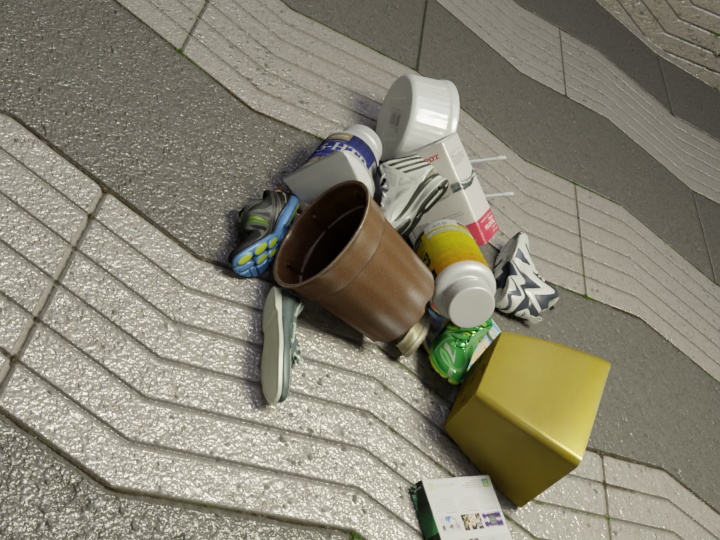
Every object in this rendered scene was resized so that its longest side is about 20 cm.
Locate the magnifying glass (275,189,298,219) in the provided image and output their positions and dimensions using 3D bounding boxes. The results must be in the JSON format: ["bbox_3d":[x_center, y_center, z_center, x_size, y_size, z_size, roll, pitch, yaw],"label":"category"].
[{"bbox_3d":[-0.090,-0.054,1.428,0.079,0.022,0.201,-24,72,-48],"label":"magnifying glass"}]

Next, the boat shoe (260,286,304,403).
[{"bbox_3d":[-0.107,0.109,1.231,0.061,0.073,0.201,17,41,-23],"label":"boat shoe"}]

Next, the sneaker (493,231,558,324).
[{"bbox_3d":[0.338,0.023,1.677,0.129,0.079,0.200,33,41,-15],"label":"sneaker"}]

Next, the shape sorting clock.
[{"bbox_3d":[0.188,0.122,1.494,0.198,0.039,0.202,23,44,-24],"label":"shape sorting clock"}]

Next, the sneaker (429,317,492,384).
[{"bbox_3d":[0.174,0.103,1.416,0.074,0.084,0.201,31,48,-3],"label":"sneaker"}]

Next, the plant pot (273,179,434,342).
[{"bbox_3d":[0.000,0.000,1.320,0.198,0.199,0.202,42,36,-29],"label":"plant pot"}]

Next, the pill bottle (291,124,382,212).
[{"bbox_3d":[-0.034,-0.181,1.509,0.119,0.120,0.201,38,39,-6],"label":"pill bottle"}]

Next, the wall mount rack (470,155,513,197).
[{"bbox_3d":[0.233,-0.215,1.800,0.172,0.075,0.202,22,45,-24],"label":"wall mount rack"}]

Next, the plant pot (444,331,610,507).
[{"bbox_3d":[0.251,0.217,1.334,0.175,0.201,0.201,31,52,2],"label":"plant pot"}]

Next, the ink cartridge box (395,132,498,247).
[{"bbox_3d":[0.144,-0.132,1.544,0.084,0.144,0.202,-40,108,-54],"label":"ink cartridge box"}]

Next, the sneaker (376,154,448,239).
[{"bbox_3d":[0.053,-0.121,1.491,0.115,0.201,0.076,47,10,17],"label":"sneaker"}]

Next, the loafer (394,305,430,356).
[{"bbox_3d":[0.073,0.065,1.426,0.068,0.076,0.201,27,33,-16],"label":"loafer"}]

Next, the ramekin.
[{"bbox_3d":[0.107,-0.291,1.670,0.097,0.201,0.202,12,48,-22],"label":"ramekin"}]

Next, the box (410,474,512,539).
[{"bbox_3d":[0.163,0.403,1.231,0.143,0.036,0.202,7,50,-36],"label":"box"}]

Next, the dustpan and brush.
[{"bbox_3d":[-0.016,-0.116,1.387,0.200,0.139,0.058,51,41,-25],"label":"dustpan and brush"}]

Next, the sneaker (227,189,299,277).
[{"bbox_3d":[-0.165,-0.062,1.348,0.082,0.071,0.200,19,43,7],"label":"sneaker"}]

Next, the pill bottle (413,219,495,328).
[{"bbox_3d":[0.159,0.006,1.398,0.108,0.110,0.201,23,25,-23],"label":"pill bottle"}]
